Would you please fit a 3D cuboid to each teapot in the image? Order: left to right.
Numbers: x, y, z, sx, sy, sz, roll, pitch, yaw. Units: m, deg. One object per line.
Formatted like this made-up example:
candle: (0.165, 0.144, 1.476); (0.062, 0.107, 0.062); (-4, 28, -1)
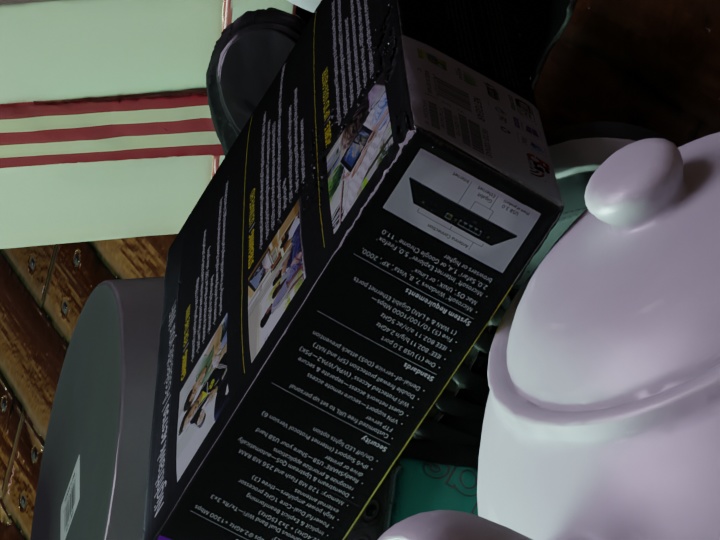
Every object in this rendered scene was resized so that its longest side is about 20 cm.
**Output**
teapot: (0.105, 0.026, 0.609); (0.196, 0.147, 0.200); (-30, 21, 10)

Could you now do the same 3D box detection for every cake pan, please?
cake pan: (-0.097, 0.092, 0.934); (0.200, 0.036, 0.202); (-170, 90, -74)

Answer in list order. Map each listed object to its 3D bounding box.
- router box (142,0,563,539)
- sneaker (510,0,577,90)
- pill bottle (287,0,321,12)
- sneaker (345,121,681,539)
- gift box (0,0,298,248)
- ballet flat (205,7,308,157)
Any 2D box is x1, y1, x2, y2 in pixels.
router box: (-0.007, -0.012, 0.713); (0.150, 0.051, 0.200); (-57, 15, 22)
sneaker: (0.014, -0.056, 0.891); (0.201, 0.060, 0.105); (-59, 30, 34)
pill bottle: (0.022, -0.204, 0.973); (0.200, 0.112, 0.114); (-51, 38, 48)
sneaker: (0.036, 0.051, 0.729); (0.200, 0.083, 0.122); (-49, 33, 46)
gift box: (-0.120, -0.121, 1.173); (0.201, 0.185, 0.186); (99, 162, -51)
ballet flat: (0.000, 0.000, 0.853); (0.057, 0.066, 0.202); (-45, -63, -76)
